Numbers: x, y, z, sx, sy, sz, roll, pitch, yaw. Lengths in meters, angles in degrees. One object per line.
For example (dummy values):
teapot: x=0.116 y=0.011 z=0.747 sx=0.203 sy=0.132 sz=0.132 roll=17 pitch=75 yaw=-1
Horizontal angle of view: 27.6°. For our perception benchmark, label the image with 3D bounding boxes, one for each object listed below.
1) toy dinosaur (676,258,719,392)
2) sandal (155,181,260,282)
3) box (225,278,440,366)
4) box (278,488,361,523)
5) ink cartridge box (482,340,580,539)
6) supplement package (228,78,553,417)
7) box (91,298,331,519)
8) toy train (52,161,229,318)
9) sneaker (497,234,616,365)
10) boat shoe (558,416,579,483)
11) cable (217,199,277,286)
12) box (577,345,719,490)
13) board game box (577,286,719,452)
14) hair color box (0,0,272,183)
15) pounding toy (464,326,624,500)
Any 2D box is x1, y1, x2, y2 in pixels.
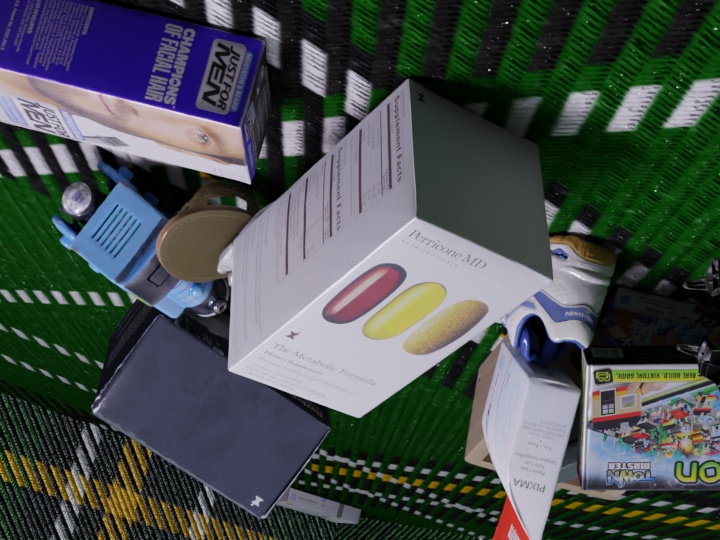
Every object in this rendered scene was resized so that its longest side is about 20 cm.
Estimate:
toy dinosaur: x=0.306 y=0.045 z=1.049 sx=0.135 sy=0.103 sz=0.200 roll=5 pitch=159 yaw=-25
sandal: x=-0.111 y=-0.038 z=1.200 sx=0.070 sy=0.078 sz=0.211 roll=53 pitch=-158 yaw=26
box: x=-0.033 y=0.038 z=1.440 sx=0.157 sy=0.050 sz=0.200 roll=1 pitch=160 yaw=44
box: x=-0.118 y=0.590 z=3.675 sx=0.199 sy=0.041 sz=0.156 roll=19 pitch=165 yaw=-19
ink cartridge box: x=0.120 y=0.169 z=1.191 sx=0.047 sy=0.201 sz=0.160 roll=15 pitch=-173 yaw=-4
supplement package: x=0.014 y=-0.008 z=0.940 sx=0.113 sy=0.110 sz=0.200 roll=22 pitch=138 yaw=-29
box: x=-0.144 y=0.110 z=1.441 sx=0.199 sy=0.124 sz=0.197 roll=34 pitch=-167 yaw=-14
toy train: x=-0.181 y=-0.015 z=1.254 sx=0.114 sy=0.087 sz=0.200 roll=39 pitch=177 yaw=27
sneaker: x=0.132 y=0.031 z=1.169 sx=0.075 sy=0.089 sz=0.200 roll=16 pitch=167 yaw=-11
boat shoe: x=0.225 y=0.114 z=1.249 sx=0.199 sy=0.070 sz=0.071 roll=-28 pitch=159 yaw=0
cable: x=0.000 y=0.000 z=1.119 sx=0.199 sy=0.070 sz=0.200 roll=6 pitch=153 yaw=-16
box: x=0.268 y=0.113 z=1.119 sx=0.198 sy=0.111 sz=0.035 roll=-1 pitch=-158 yaw=2
board game box: x=0.290 y=0.104 z=1.191 sx=0.199 sy=0.135 sz=0.045 roll=13 pitch=167 yaw=5
hair color box: x=-0.159 y=-0.121 z=0.931 sx=0.199 sy=0.065 sz=0.109 roll=13 pitch=165 yaw=3
pounding toy: x=0.219 y=0.122 z=1.389 sx=0.199 sy=0.143 sz=0.184 roll=15 pitch=153 yaw=-7
